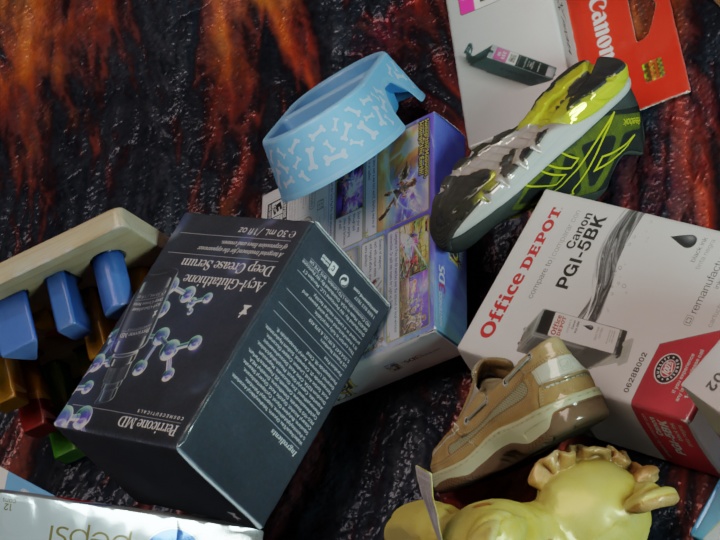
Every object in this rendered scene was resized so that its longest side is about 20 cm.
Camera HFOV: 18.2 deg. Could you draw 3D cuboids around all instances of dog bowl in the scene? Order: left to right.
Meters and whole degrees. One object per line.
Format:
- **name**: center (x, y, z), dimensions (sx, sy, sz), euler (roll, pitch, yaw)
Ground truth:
- **dog bowl**: center (-0.016, -0.117, 1.760), dimensions (0.111, 0.050, 0.200), euler (-28, 12, 20)

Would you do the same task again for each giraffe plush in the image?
- **giraffe plush**: center (0.122, 0.184, 1.486), dimensions (0.161, 0.201, 0.173), euler (-21, 40, -20)

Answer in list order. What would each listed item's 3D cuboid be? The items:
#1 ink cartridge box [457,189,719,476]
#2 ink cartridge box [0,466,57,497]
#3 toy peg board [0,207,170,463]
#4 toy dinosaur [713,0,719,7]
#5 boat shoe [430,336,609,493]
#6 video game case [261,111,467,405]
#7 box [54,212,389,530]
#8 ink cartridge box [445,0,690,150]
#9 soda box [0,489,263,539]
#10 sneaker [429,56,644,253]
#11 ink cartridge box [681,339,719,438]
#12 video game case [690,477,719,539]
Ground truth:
- **ink cartridge box**: center (0.189, 0.040, 1.573), dimensions (0.199, 0.083, 0.147), euler (15, 67, 38)
- **ink cartridge box**: center (-0.282, 0.263, 1.690), dimensions (0.128, 0.125, 0.201), euler (20, 71, 39)
- **toy peg board**: center (-0.211, 0.062, 1.748), dimensions (0.199, 0.199, 0.098), euler (-25, 65, 15)
- **toy dinosaur**: center (0.216, -0.252, 1.775), dimensions (0.199, 0.060, 0.107), euler (12, 81, 17)
- **boat shoe**: center (0.100, 0.095, 1.543), dimensions (0.200, 0.071, 0.077), euler (-38, 73, 54)
- **video game case**: center (0.000, 0.000, 1.725), dimensions (0.181, 0.045, 0.201), euler (-25, 49, 34)
- **box**: center (-0.100, 0.069, 1.634), dimensions (0.148, 0.107, 0.201), euler (4, 57, 46)
- **ink cartridge box**: center (0.159, -0.192, 1.782), dimensions (0.173, 0.044, 0.201), euler (-22, 50, 20)
- **soda box**: center (-0.175, 0.203, 1.611), dimensions (0.064, 0.199, 0.069), euler (175, 105, -70)
- **sneaker**: center (0.139, -0.070, 1.663), dimensions (0.200, 0.085, 0.074), euler (-41, 26, -13)
- **ink cartridge box**: center (0.276, 0.071, 1.394), dimensions (0.115, 0.200, 0.068), euler (-48, 47, -6)
- **video game case**: center (0.329, 0.148, 1.457), dimensions (0.199, 0.018, 0.144), euler (20, 73, 40)
